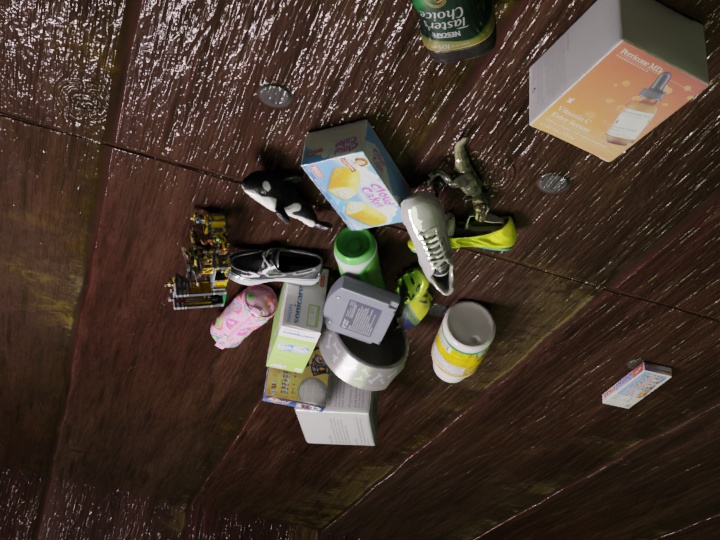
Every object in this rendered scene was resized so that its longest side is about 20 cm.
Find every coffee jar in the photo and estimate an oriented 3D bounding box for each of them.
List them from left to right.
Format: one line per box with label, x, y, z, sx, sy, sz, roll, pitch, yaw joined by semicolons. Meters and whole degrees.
coffee jar;0.109;-0.356;1.224;0.102;0.087;0.201;-6;147;21

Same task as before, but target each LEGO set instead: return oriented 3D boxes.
LEGO set;-0.312;-0.015;1.807;0.113;0.157;0.200;-4;160;-17

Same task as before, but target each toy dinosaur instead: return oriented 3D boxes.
toy dinosaur;0.158;-0.152;1.597;0.086;0.048;0.201;-11;144;15

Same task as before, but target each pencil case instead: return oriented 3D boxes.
pencil case;-0.251;0.100;2.054;0.086;0.089;0.199;21;146;-24

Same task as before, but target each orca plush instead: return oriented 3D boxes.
orca plush;-0.115;-0.130;1.662;0.071;0.106;0.199;-45;125;15

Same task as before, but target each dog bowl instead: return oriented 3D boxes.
dog bowl;0.012;0.147;1.982;0.196;0.203;0.059;17;133;-18

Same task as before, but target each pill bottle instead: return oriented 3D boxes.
pill bottle;0.211;0.159;2.032;0.110;0.115;0.201;8;149;-3

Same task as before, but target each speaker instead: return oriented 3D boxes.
speaker;0.000;0.000;1.836;0.086;0.090;0.201;1;149;9

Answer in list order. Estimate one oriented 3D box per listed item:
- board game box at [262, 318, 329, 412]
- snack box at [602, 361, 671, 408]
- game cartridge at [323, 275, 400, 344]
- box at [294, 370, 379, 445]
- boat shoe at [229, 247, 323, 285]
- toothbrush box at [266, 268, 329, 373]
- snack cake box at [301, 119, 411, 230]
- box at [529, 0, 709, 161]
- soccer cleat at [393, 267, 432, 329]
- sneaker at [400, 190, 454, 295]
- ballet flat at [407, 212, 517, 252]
board game box;-0.130;0.192;2.067;0.132;0.204;0.035;12;149;-10
snack box;0.633;0.266;2.214;0.070;0.025;0.201;13;149;-9
game cartridge;-0.004;0.076;1.842;0.130;0.042;0.201;16;153;-3
box;-0.047;0.267;2.178;0.167;0.204;0.200;0;150;6
boat shoe;-0.169;-0.013;1.862;0.195;0.073;0.068;6;152;-5
toothbrush box;-0.130;0.099;1.966;0.084;0.148;0.201;11;149;-8
snack cake box;-0.002;-0.154;1.600;0.113;0.068;0.200;-8;147;24
box;0.345;-0.264;1.309;0.150;0.108;0.200;19;148;-20
soccer cleat;0.113;0.050;1.941;0.082;0.065;0.202;-16;151;-22
sneaker;0.123;-0.048;1.630;0.075;0.081;0.202;-21;133;6
ballet flat;0.181;-0.072;1.717;0.195;0.067;0.068;-1;128;7
